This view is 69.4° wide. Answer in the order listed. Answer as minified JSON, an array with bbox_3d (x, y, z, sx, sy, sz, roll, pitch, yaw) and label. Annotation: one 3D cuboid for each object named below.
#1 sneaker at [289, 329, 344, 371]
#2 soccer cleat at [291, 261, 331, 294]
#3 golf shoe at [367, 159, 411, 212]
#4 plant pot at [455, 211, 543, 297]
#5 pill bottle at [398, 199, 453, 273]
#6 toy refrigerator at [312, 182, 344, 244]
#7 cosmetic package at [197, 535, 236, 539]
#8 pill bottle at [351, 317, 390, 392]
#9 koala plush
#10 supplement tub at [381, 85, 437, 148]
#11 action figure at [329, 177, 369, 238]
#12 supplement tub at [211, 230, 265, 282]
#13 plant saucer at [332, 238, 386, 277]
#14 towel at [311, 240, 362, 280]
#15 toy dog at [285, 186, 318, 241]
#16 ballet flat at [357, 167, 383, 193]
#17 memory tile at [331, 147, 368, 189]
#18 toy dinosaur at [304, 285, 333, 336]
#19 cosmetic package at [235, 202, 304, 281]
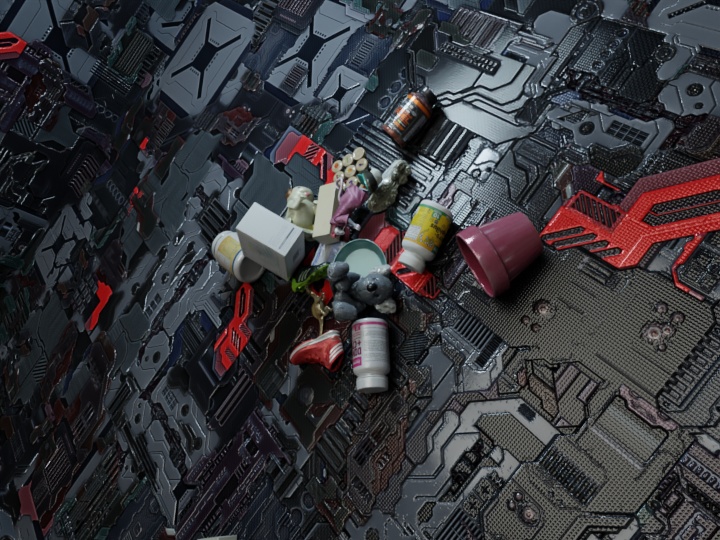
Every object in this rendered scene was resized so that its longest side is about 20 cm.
[{"bbox_3d":[-0.139,0.284,1.676,0.198,0.078,0.117,-34,56,20],"label":"sneaker"},{"bbox_3d":[-0.174,0.008,1.794,0.199,0.067,0.082,-33,61,35],"label":"soccer cleat"},{"bbox_3d":[0.091,-0.287,1.762,0.201,0.078,0.097,-50,28,8],"label":"golf shoe"},{"bbox_3d":[0.382,-0.057,1.405,0.177,0.201,0.202,-30,57,1],"label":"plant pot"},{"bbox_3d":[0.194,-0.100,1.581,0.112,0.112,0.203,24,85,37],"label":"pill bottle"},{"bbox_3d":[-0.107,-0.199,1.824,0.075,0.070,0.204,-9,63,32],"label":"toy refrigerator"},{"bbox_3d":[-0.449,0.943,1.619,0.102,0.087,0.204,-20,62,27],"label":"cosmetic package"},{"bbox_3d":[0.032,0.254,1.550,0.112,0.113,0.204,-15,64,27],"label":"pill bottle"},{"bbox_3d":[0.010,0.061,1.597,0.196,0.184,0.181,-11,78,0],"label":"koala plush"},{"bbox_3d":[0.171,-0.524,1.763,0.201,0.107,0.107,-48,54,8],"label":"supplement tub"},{"bbox_3d":[-0.055,-0.200,1.740,0.202,0.148,0.134,-58,12,-15],"label":"action figure"},{"bbox_3d":[-0.463,-0.057,1.977,0.199,0.144,0.146,31,90,37],"label":"supplement tub"},{"bbox_3d":[0.000,0.000,1.701,0.196,0.036,0.205,-5,79,24],"label":"plant saucer"},{"bbox_3d":[-0.083,-0.034,1.794,0.198,0.024,0.149,19,84,37],"label":"towel"},{"bbox_3d":[-0.215,-0.210,1.897,0.194,0.137,0.204,142,133,-61],"label":"toy dog"},{"bbox_3d":[0.034,-0.311,1.734,0.067,0.069,0.200,-27,23,1],"label":"ballet flat"},{"bbox_3d":[-0.034,-0.338,1.882,0.151,0.017,0.204,-22,61,25],"label":"memory tile"},{"bbox_3d":[-0.131,0.138,1.752,0.100,0.058,0.204,-29,69,41],"label":"toy dinosaur"},{"bbox_3d":[-0.305,-0.095,1.786,0.198,0.200,0.124,30,66,9],"label":"cosmetic package"}]
